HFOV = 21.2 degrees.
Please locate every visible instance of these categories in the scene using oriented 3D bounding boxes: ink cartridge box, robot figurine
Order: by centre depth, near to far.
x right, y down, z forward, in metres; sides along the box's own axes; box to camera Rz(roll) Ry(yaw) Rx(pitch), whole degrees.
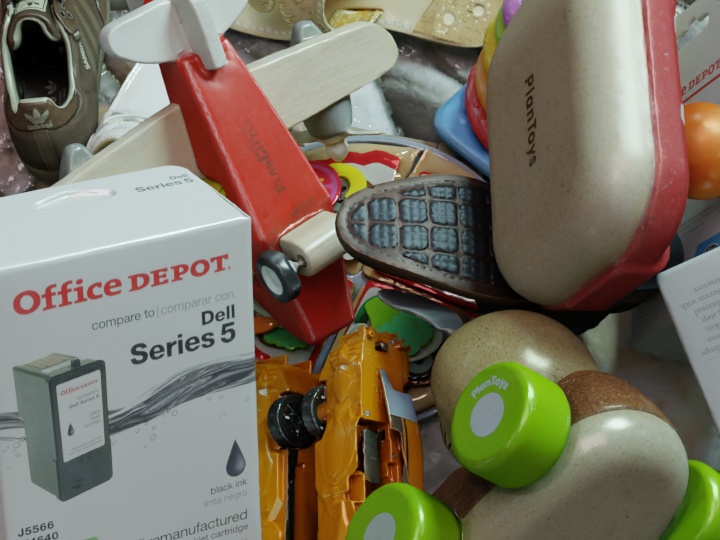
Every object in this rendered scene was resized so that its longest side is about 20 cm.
[{"bbox_3d":[-0.133,0.063,0.980,0.145,0.201,0.084,-13,26,-27],"label":"ink cartridge box"},{"bbox_3d":[-0.016,0.138,1.032,0.145,0.058,0.201,-18,66,44],"label":"robot figurine"},{"bbox_3d":[0.214,-0.057,1.104,0.067,0.115,0.201,13,68,-18],"label":"ink cartridge box"}]

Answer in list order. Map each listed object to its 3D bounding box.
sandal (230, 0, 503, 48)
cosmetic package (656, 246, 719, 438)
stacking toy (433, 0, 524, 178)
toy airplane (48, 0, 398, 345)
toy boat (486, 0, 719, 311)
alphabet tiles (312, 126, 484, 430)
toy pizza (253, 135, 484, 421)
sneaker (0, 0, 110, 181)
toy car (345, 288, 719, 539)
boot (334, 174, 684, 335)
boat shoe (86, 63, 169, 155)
[{"bbox_3d":[-0.009,-0.180,1.218,0.210,0.070,0.078,8,95,5],"label":"sandal"},{"bbox_3d":[0.235,0.075,0.953,0.101,0.071,0.201,-24,80,22],"label":"cosmetic package"},{"bbox_3d":[0.116,-0.140,1.128,0.110,0.200,0.116,38,65,22],"label":"stacking toy"},{"bbox_3d":[-0.083,-0.072,1.096,0.199,0.141,0.201,17,74,-21],"label":"toy airplane"},{"bbox_3d":[0.145,-0.073,1.007,0.130,0.130,0.201,12,61,-23],"label":"toy boat"},{"bbox_3d":[0.009,0.003,1.166,0.165,0.006,0.201,11,62,10],"label":"alphabet tiles"},{"bbox_3d":[0.000,0.000,1.146,0.199,0.032,0.201,-1,61,3],"label":"toy pizza"},{"bbox_3d":[-0.196,-0.158,1.227,0.070,0.076,0.201,-9,61,-2],"label":"sneaker"},{"bbox_3d":[0.071,0.084,0.984,0.158,0.164,0.200,-49,36,17],"label":"toy car"},{"bbox_3d":[0.070,0.003,1.070,0.199,0.097,0.075,7,62,-17],"label":"boot"},{"bbox_3d":[-0.136,-0.065,1.175,0.070,0.069,0.201,5,60,10],"label":"boat shoe"}]
